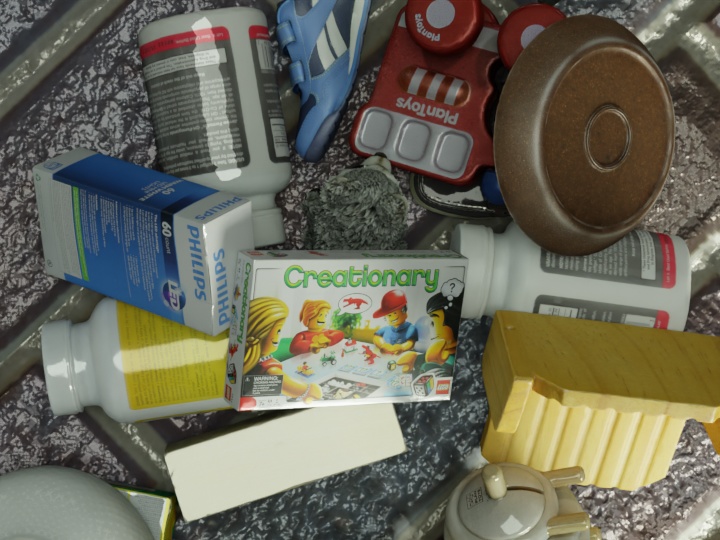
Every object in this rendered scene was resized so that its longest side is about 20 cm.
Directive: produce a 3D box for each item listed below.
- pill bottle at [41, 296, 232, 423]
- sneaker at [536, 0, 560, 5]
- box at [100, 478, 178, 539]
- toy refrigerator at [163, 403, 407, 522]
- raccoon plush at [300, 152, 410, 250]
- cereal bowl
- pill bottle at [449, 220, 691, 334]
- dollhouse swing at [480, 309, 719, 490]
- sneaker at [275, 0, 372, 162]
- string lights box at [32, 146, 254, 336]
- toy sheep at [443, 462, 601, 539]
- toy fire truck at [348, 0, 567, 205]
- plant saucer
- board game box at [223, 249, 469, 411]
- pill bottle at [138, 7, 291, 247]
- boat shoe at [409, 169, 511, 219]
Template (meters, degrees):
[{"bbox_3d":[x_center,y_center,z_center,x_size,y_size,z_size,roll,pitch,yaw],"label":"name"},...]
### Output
[{"bbox_3d":[-0.166,0.070,1.442,0.200,0.112,0.112,-8,91,-5],"label":"pill bottle"},{"bbox_3d":[0.163,-0.293,1.452,0.086,0.200,0.080,32,122,9],"label":"sneaker"},{"bbox_3d":[-0.232,0.283,1.463,0.117,0.048,0.200,11,87,5],"label":"box"},{"bbox_3d":[-0.065,0.158,1.469,0.200,0.076,0.070,-18,91,-5],"label":"toy refrigerator"},{"bbox_3d":[0.000,0.000,1.443,0.097,0.134,0.200,-1,90,-4],"label":"raccoon plush"},{"bbox_3d":[-0.269,0.265,1.403,0.200,0.083,0.200,0,88,7],"label":"cereal bowl"},{"bbox_3d":[0.178,0.012,1.470,0.200,0.111,0.111,8,89,-5],"label":"pill bottle"},{"bbox_3d":[0.200,0.141,1.410,0.200,0.182,0.176,8,113,-5],"label":"dollhouse swing"},{"bbox_3d":[-0.039,-0.193,1.475,0.082,0.074,0.200,11,81,-4],"label":"sneaker"},{"bbox_3d":[-0.179,-0.026,1.395,0.200,0.059,0.103,18,123,35],"label":"string lights box"},{"bbox_3d":[0.135,0.226,1.441,0.138,0.138,0.200,-23,130,-4],"label":"toy sheep"},{"bbox_3d":[0.105,-0.148,1.446,0.200,0.112,0.168,19,92,14],"label":"toy fire truck"},{"bbox_3d":[0.194,-0.109,1.384,0.200,0.034,0.200,-7,101,-38],"label":"plant saucer"},{"bbox_3d":[-0.010,0.047,1.385,0.200,0.035,0.126,-1,105,-28],"label":"board game box"},{"bbox_3d":[-0.120,-0.116,1.439,0.111,0.111,0.200,-9,91,-4],"label":"pill bottle"},{"bbox_3d":[0.145,-0.081,1.489,0.200,0.065,0.072,4,85,-5],"label":"boat shoe"}]
